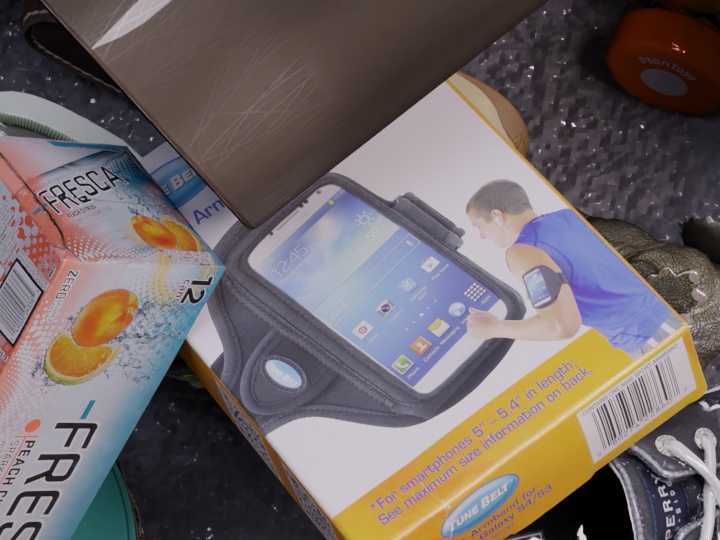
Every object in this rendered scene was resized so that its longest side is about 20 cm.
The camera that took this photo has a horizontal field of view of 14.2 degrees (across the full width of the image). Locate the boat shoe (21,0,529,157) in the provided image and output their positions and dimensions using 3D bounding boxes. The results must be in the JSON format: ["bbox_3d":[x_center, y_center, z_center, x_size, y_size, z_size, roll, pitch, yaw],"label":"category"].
[{"bbox_3d":[-0.042,-0.054,1.037,0.199,0.072,0.072,22,70,14],"label":"boat shoe"}]

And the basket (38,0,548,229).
[{"bbox_3d":[0.001,-0.121,0.865,0.200,0.136,0.180,-42,35,-1],"label":"basket"}]

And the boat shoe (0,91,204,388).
[{"bbox_3d":[-0.058,0.008,0.985,0.201,0.072,0.060,25,43,4],"label":"boat shoe"}]

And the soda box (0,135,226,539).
[{"bbox_3d":[-0.123,0.055,0.894,0.064,0.068,0.201,49,120,33],"label":"soda box"}]

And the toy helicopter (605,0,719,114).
[{"bbox_3d":[0.077,-0.140,0.982,0.199,0.132,0.079,28,70,-11],"label":"toy helicopter"}]

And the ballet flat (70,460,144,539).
[{"bbox_3d":[-0.134,0.056,1.002,0.068,0.075,0.200,-17,58,-30],"label":"ballet flat"}]

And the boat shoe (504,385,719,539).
[{"bbox_3d":[0.089,0.073,0.881,0.199,0.068,0.072,-12,84,-1],"label":"boat shoe"}]

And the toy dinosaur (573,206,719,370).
[{"bbox_3d":[0.070,0.005,0.965,0.199,0.102,0.077,7,105,11],"label":"toy dinosaur"}]

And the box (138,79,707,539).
[{"bbox_3d":[0.000,0.000,0.894,0.119,0.042,0.200,-35,54,-9],"label":"box"}]
